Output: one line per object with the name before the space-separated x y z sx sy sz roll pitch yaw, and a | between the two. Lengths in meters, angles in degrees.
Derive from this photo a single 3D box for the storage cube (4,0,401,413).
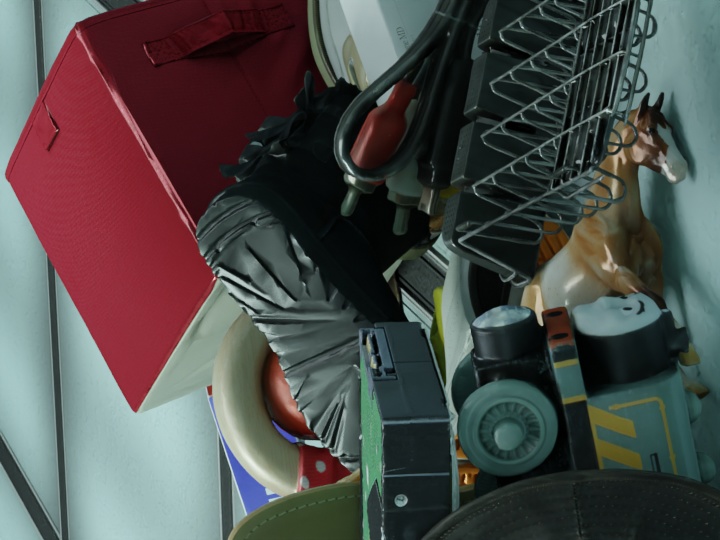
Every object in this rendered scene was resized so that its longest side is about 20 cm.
storage cube | -0.084 -0.051 1.806 0.180 0.170 0.200 60 147 17

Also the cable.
cable | 0.037 -0.115 1.547 0.050 0.097 0.201 24 102 59

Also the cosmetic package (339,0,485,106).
cosmetic package | 0.030 -0.164 1.652 0.051 0.082 0.201 103 154 -49

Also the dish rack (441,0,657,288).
dish rack | 0.100 -0.086 1.433 0.200 0.054 0.154 150 132 -66

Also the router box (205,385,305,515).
router box | -0.077 0.049 1.989 0.200 0.049 0.180 77 180 -59

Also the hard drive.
hard drive | 0.022 0.139 1.422 0.140 0.038 0.201 -106 14 -73

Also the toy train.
toy train | 0.109 0.106 1.390 0.085 0.113 0.201 -95 -7 -75

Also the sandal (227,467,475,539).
sandal | 0.023 0.129 1.537 0.070 0.211 0.078 -140 46 -64

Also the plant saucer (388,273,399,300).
plant saucer | -0.017 0.033 1.973 0.200 0.034 0.202 174 90 -73

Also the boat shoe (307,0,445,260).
boat shoe | 0.023 -0.109 1.734 0.068 0.074 0.201 -45 51 49

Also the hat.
hat | 0.105 0.181 1.313 0.081 0.199 0.202 -68 -25 -81

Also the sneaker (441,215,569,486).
sneaker | 0.076 0.054 1.625 0.092 0.075 0.201 -121 36 -70

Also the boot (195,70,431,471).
boot | 0.000 0.001 1.607 0.199 0.073 0.163 54 -151 -9

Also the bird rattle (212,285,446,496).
bird rattle | -0.012 0.085 1.702 0.163 0.200 0.113 41 168 -4

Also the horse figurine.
horse figurine | 0.121 0.022 1.476 0.200 0.050 0.133 116 137 -56
